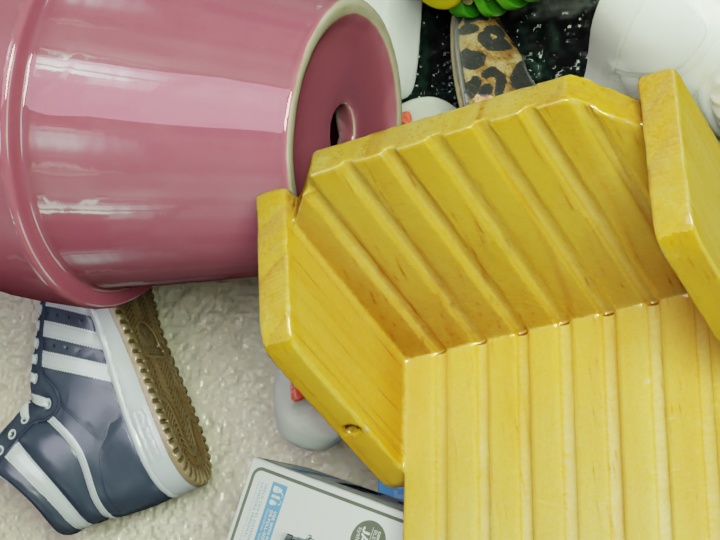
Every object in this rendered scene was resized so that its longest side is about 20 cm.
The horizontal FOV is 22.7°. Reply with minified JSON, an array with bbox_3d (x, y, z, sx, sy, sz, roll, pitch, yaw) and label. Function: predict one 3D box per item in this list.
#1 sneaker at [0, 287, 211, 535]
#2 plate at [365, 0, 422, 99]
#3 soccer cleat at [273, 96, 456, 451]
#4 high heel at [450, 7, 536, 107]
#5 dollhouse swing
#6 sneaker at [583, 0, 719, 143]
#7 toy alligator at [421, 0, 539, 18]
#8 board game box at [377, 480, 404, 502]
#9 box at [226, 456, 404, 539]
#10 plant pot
[{"bbox_3d":[-0.166,0.050,1.008,0.108,0.070,0.201,-28,71,15],"label":"sneaker"},{"bbox_3d":[-0.059,-0.201,0.964,0.198,0.032,0.202,11,106,18],"label":"plate"},{"bbox_3d":[0.000,0.000,0.945,0.069,0.078,0.201,25,73,-8],"label":"soccer cleat"},{"bbox_3d":[0.126,-0.075,0.908,0.142,0.071,0.201,-18,67,8],"label":"high heel"},{"bbox_3d":[0.062,0.058,0.729,0.199,0.182,0.177,-14,45,29],"label":"dollhouse swing"},{"bbox_3d":[0.156,-0.065,0.765,0.115,0.200,0.074,36,84,13],"label":"sneaker"},{"bbox_3d":[0.089,-0.160,0.868,0.199,0.054,0.059,-15,32,45],"label":"toy alligator"},{"bbox_3d":[0.083,0.179,0.874,0.152,0.040,0.202,-6,75,25],"label":"board game box"},{"bbox_3d":[0.026,0.173,0.845,0.199,0.060,0.117,18,86,28],"label":"box"},{"bbox_3d":[-0.085,-0.075,0.877,0.178,0.200,0.202,7,81,25],"label":"plant pot"}]
